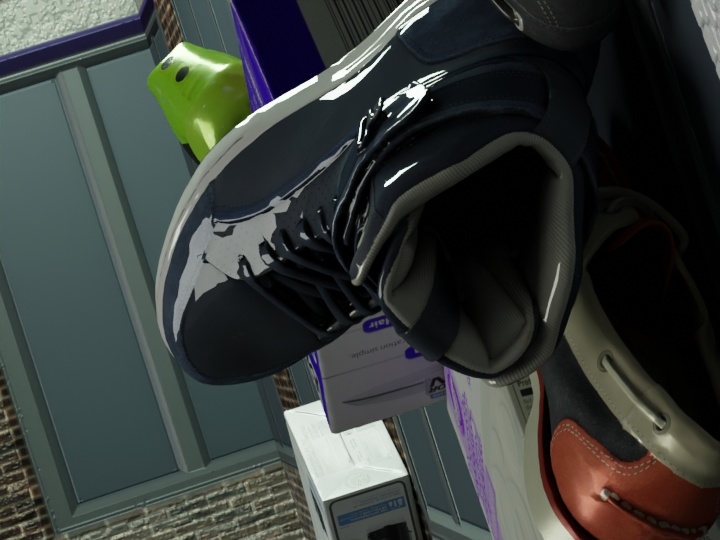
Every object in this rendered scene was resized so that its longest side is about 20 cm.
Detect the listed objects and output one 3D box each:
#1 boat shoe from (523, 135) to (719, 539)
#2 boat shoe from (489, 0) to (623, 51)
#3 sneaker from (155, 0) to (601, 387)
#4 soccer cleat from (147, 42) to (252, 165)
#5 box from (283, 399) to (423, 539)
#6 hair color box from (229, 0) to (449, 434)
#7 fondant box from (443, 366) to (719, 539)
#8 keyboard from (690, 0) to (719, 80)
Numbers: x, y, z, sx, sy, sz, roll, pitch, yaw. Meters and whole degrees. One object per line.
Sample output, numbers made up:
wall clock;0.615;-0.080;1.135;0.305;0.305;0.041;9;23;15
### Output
boat shoe;0.080;0.012;0.924;0.063;0.071;0.200;-57;23;32
boat shoe;0.033;-0.145;0.915;0.066;0.070;0.200;83;160;-50
sneaker;-0.001;-0.001;0.923;0.077;0.202;0.146;32;-149;-21
soccer cleat;-0.011;-0.030;1.200;0.081;0.068;0.200;39;176;45
box;0.008;0.195;1.986;0.117;0.060;0.201;-117;11;-56
hair color box;0.022;-0.032;1.086;0.200;0.109;0.065;82;169;-51
fondant box;0.080;0.081;1.035;0.145;0.058;0.200;84;171;-53
keyboard;0.095;-0.078;0.794;0.056;0.011;0.201;100;152;-76
